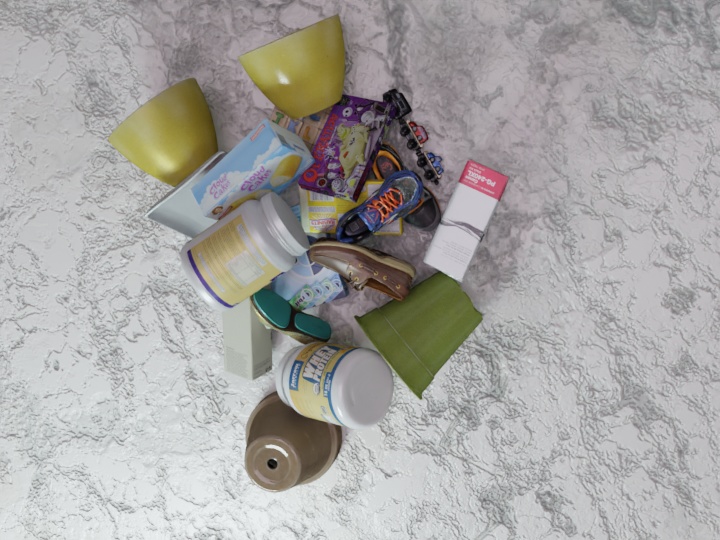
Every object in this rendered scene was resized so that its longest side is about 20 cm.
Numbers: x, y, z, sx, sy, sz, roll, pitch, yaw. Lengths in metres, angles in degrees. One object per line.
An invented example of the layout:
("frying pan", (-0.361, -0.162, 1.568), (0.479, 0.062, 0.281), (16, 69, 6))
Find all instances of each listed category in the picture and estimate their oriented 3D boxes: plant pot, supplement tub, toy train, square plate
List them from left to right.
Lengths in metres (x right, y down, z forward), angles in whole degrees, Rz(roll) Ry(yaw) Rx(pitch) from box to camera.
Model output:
("plant pot", (-0.352, -0.246, 1.469), (0.199, 0.200, 0.142), (-34, 99, 13))
("square plate", (-0.283, -0.139, 1.482), (0.198, 0.200, 0.029), (-37, 63, 12))
("supplement tub", (-0.206, -0.036, 1.391), (0.199, 0.145, 0.146), (-33, 91, 10))
("plant pot", (-0.148, 0.351, 1.524), (0.198, 0.175, 0.202), (1, 99, 9))
("plant pot", (-0.106, -0.364, 1.420), (0.198, 0.200, 0.143), (-19, 108, 12))
("supplement tub", (-0.051, 0.210, 1.442), (0.199, 0.144, 0.146), (1, 100, 47))
("toy train", (0.105, -0.255, 1.467), (0.046, 0.034, 0.201), (-29, 91, 1))
("plant pot", (0.122, 0.105, 1.448), (0.190, 0.200, 0.201), (-39, 90, 1))

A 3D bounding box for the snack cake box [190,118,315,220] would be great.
("snack cake box", (-0.195, -0.172, 1.402), (0.200, 0.115, 0.068), (-39, 67, 19))

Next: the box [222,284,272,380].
("box", (-0.224, 0.109, 1.530), (0.082, 0.068, 0.202), (15, 112, 31))

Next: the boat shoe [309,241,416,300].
("boat shoe", (0.000, 0.000, 1.392), (0.198, 0.072, 0.068), (17, 71, -4))

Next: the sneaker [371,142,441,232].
("sneaker", (0.078, -0.153, 1.462), (0.078, 0.077, 0.200), (-40, 91, 11))

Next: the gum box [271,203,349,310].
("gum box", (-0.132, -0.021, 1.535), (0.168, 0.045, 0.202), (-18, 94, 12))

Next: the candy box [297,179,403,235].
("candy box", (-0.018, -0.120, 1.448), (0.198, 0.026, 0.103), (3, 112, 15))

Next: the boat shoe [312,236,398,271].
("boat shoe", (0.000, -0.012, 1.474), (0.198, 0.070, 0.071), (14, 89, -12))

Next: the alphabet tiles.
("alphabet tiles", (-0.088, -0.262, 1.513), (0.199, 0.008, 0.168), (25, 101, 7))

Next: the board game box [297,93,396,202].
("board game box", (-0.024, -0.229, 1.431), (0.119, 0.032, 0.201), (14, 72, 28))

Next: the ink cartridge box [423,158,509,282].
("ink cartridge box", (0.192, -0.091, 1.408), (0.083, 0.145, 0.201), (25, 97, 6))

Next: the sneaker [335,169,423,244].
("sneaker", (0.032, -0.103, 1.382), (0.200, 0.078, 0.075), (-40, 96, 24))

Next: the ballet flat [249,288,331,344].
("ballet flat", (-0.147, 0.097, 1.498), (0.199, 0.071, 0.071), (29, 104, -31))
